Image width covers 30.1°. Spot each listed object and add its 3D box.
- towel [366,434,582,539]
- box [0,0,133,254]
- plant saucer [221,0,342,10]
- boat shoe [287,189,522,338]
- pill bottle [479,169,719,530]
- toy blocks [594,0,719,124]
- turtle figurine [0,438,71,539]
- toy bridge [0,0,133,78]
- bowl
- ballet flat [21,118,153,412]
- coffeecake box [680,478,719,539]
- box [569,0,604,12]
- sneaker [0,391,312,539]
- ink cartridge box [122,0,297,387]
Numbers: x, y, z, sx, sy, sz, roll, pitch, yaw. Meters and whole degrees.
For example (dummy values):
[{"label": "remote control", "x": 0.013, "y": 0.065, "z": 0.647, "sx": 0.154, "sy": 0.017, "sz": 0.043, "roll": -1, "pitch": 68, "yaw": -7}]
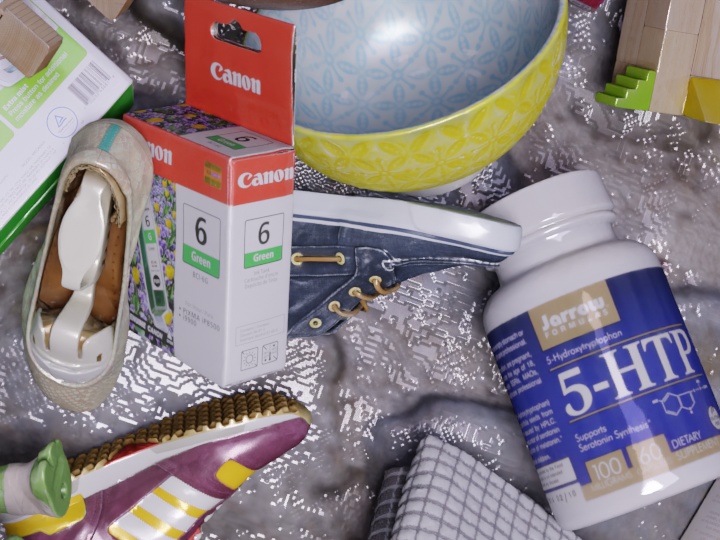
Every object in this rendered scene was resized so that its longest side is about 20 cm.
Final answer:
[{"label": "towel", "x": 0.087, "y": 0.218, "z": 0.806, "sx": 0.199, "sy": 0.166, "sz": 0.086, "roll": 35, "pitch": 122, "yaw": -10}, {"label": "box", "x": -0.262, "y": -0.090, "z": 0.786, "sx": 0.176, "sy": 0.097, "sz": 0.201, "roll": 40, "pitch": 82, "yaw": -6}, {"label": "plant saucer", "x": -0.062, "y": -0.211, "z": 0.809, "sx": 0.198, "sy": 0.037, "sz": 0.202, "roll": 9, "pitch": 43, "yaw": -8}, {"label": "boat shoe", "x": 0.000, "y": 0.000, "z": 0.822, "sx": 0.198, "sy": 0.071, "sz": 0.092, "roll": 7, "pitch": 94, "yaw": 21}, {"label": "pill bottle", "x": 0.144, "y": 0.047, "z": 0.836, "sx": 0.118, "sy": 0.120, "sz": 0.202, "roll": -19, "pitch": 79, "yaw": -10}, {"label": "toy blocks", "x": 0.248, "y": -0.166, "z": 0.861, "sx": 0.198, "sy": 0.100, "sz": 0.138, "roll": 4, "pitch": 104, "yaw": -23}, {"label": "turtle figurine", "x": -0.267, "y": 0.114, "z": 0.720, "sx": 0.191, "sy": 0.144, "sz": 0.203, "roll": 2, "pitch": 101, "yaw": 8}, {"label": "toy bridge", "x": -0.159, "y": -0.179, "z": 0.781, "sx": 0.067, "sy": 0.200, "sz": 0.027, "roll": 41, "pitch": 127, "yaw": -6}, {"label": "bowl", "x": 0.034, "y": -0.111, "z": 0.822, "sx": 0.199, "sy": 0.201, "sz": 0.108, "roll": -28, "pitch": 136, "yaw": -9}, {"label": "ballet flat", "x": -0.165, "y": 0.009, "z": 0.773, "sx": 0.067, "sy": 0.063, "sz": 0.202, "roll": 13, "pitch": 118, "yaw": -1}, {"label": "coffeecake box", "x": 0.305, "y": 0.190, "z": 0.888, "sx": 0.153, "sy": 0.073, "sz": 0.201, "roll": 35, "pitch": 83, "yaw": -7}, {"label": "box", "x": 0.144, "y": -0.242, "z": 0.808, "sx": 0.095, "sy": 0.200, "sz": 0.101, "roll": 25, "pitch": 84, "yaw": -4}, {"label": "sneaker", "x": -0.116, "y": 0.143, "z": 0.822, "sx": 0.198, "sy": 0.075, "sz": 0.091, "roll": -20, "pitch": 98, "yaw": -3}, {"label": "ink cartridge box", "x": -0.089, "y": -0.047, "z": 0.768, "sx": 0.050, "sy": 0.108, "sz": 0.202, "roll": -15, "pitch": 117, "yaw": -40}]
